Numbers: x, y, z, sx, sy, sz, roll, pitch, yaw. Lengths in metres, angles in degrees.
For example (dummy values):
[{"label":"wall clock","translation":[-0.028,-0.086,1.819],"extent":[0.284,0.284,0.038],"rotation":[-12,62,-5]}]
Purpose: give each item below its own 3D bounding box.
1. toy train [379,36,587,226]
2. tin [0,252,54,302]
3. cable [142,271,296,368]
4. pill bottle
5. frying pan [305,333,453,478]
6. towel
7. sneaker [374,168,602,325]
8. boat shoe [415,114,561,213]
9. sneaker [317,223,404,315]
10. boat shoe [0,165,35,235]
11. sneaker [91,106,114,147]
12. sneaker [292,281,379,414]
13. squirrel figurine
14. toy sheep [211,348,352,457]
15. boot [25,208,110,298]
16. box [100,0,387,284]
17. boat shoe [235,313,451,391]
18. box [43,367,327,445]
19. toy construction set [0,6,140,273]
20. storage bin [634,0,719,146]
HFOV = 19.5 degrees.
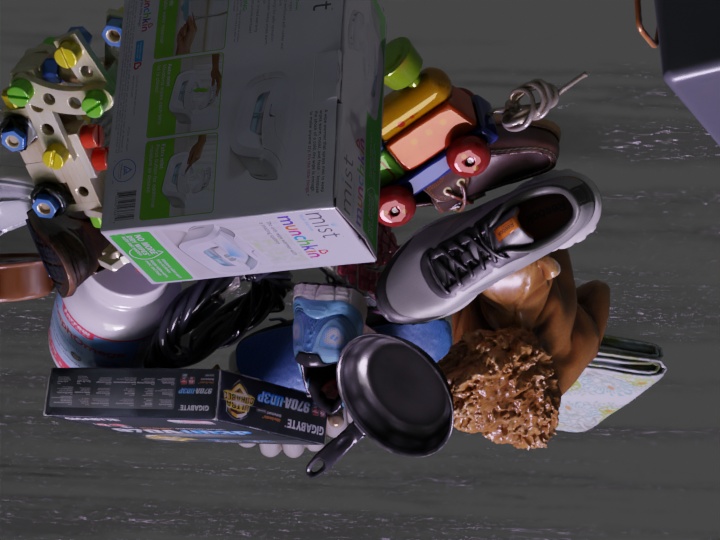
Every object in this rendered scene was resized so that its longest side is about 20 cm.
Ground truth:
[{"label":"toy train","translation":[0.056,-0.132,1.569],"extent":[0.200,0.085,0.116],"rotation":[-33,124,18]},{"label":"tin","translation":[-0.372,0.009,1.871],"extent":[0.199,0.042,0.112],"rotation":[-4,-170,-9]},{"label":"cable","translation":[-0.125,0.042,1.869],"extent":[0.051,0.163,0.200],"rotation":[46,154,8]},{"label":"pill bottle","translation":[-0.219,0.026,1.879],"extent":[0.108,0.109,0.200],"rotation":[8,154,-9]},{"label":"frying pan","translation":[0.023,0.128,1.746],"extent":[0.115,0.031,0.191],"rotation":[32,132,19]},{"label":"towel","translation":[0.186,0.109,2.078],"extent":[0.171,0.048,0.200],"rotation":[13,153,-18]},{"label":"sneaker","translation":[0.097,-0.022,1.671],"extent":[0.200,0.074,0.079],"rotation":[-30,176,9]},{"label":"boat shoe","translation":[0.063,-0.076,1.676],"extent":[0.199,0.071,0.070],"rotation":[-8,148,19]},{"label":"sneaker","translation":[0.000,0.000,1.832],"extent":[0.074,0.081,0.200],"rotation":[-11,152,32]},{"label":"boat shoe","translation":[-0.343,-0.038,1.801],"extent":[0.200,0.072,0.070],"rotation":[-9,152,25]},{"label":"sneaker","translation":[-0.160,-0.070,1.716],"extent":[0.200,0.073,0.114],"rotation":[12,158,-16]},{"label":"sneaker","translation":[-0.023,0.088,1.821],"extent":[0.078,0.090,0.200],"rotation":[4,154,21]},{"label":"squirrel figurine","translation":[0.132,0.047,1.778],"extent":[0.141,0.201,0.187],"rotation":[7,153,11]},{"label":"toy sheep","translation":[-0.064,0.119,2.037],"extent":[0.199,0.138,0.138],"rotation":[-2,155,-1]},{"label":"boot","translation":[-0.214,-0.032,1.693],"extent":[0.097,0.075,0.200],"rotation":[-23,-168,-9]},{"label":"box","translation":[-0.079,-0.106,1.475],"extent":[0.176,0.201,0.097],"rotation":[-6,154,17]},{"label":"boat shoe","translation":[-0.016,0.075,1.940],"extent":[0.199,0.085,0.069],"rotation":[-1,-165,-5]},{"label":"box","translation":[-0.153,0.120,1.851],"extent":[0.199,0.046,0.159],"rotation":[-2,167,34]},{"label":"toy construction set","translation":[-0.201,-0.094,1.576],"extent":[0.131,0.092,0.201],"rotation":[-7,110,23]},{"label":"storage bin","translation":[0.257,-0.156,1.405],"extent":[0.145,0.135,0.200],"rotation":[-11,150,28]}]
